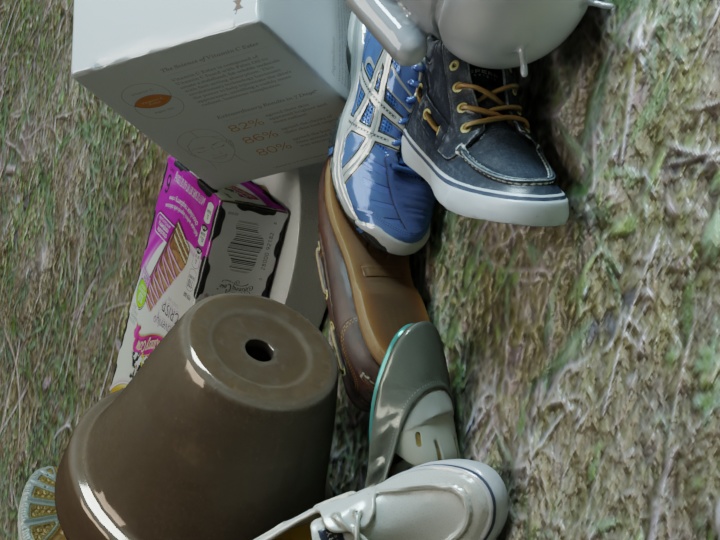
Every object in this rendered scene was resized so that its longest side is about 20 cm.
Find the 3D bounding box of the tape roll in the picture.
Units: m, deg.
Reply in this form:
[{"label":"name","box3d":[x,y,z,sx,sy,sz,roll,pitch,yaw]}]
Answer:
[{"label":"tape roll","box3d":[-0.072,-0.012,1.902,0.203,0.037,0.204,-170,90,-67]}]

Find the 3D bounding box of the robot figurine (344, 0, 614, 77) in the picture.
[{"label":"robot figurine","box3d":[0.069,-0.204,1.526,0.170,0.113,0.200,-44,62,5]}]

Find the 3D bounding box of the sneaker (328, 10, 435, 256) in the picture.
[{"label":"sneaker","box3d":[0.027,-0.110,1.670,0.077,0.075,0.201,-26,62,59]}]

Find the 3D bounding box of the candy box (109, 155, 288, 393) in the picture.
[{"label":"candy box","box3d":[-0.127,0.026,1.890,0.136,0.061,0.201,-142,64,-63]}]

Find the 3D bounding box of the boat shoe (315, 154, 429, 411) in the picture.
[{"label":"boat shoe","box3d":[0.000,0.000,1.692,0.070,0.070,0.201,-49,38,47]}]

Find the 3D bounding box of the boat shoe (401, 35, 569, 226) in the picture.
[{"label":"boat shoe","box3d":[0.077,-0.092,1.543,0.200,0.070,0.091,-139,53,-63]}]

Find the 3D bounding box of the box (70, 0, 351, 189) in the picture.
[{"label":"box","box3d":[-0.088,-0.158,1.737,0.152,0.200,0.107,-13,62,23]}]

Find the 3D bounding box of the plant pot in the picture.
[{"label":"plant pot","box3d":[-0.094,0.116,1.685,0.201,0.199,0.175,-105,31,-44]}]

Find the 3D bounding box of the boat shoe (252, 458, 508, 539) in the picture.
[{"label":"boat shoe","box3d":[-0.002,0.170,1.540,0.199,0.070,0.071,-19,84,30]}]

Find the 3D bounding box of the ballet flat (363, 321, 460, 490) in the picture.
[{"label":"ballet flat","box3d":[0.035,0.134,1.594,0.064,0.067,0.201,24,106,37]}]

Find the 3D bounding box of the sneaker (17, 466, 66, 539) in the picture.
[{"label":"sneaker","box3d":[-0.283,0.275,2.214,0.088,0.075,0.201,128,145,-46]}]
